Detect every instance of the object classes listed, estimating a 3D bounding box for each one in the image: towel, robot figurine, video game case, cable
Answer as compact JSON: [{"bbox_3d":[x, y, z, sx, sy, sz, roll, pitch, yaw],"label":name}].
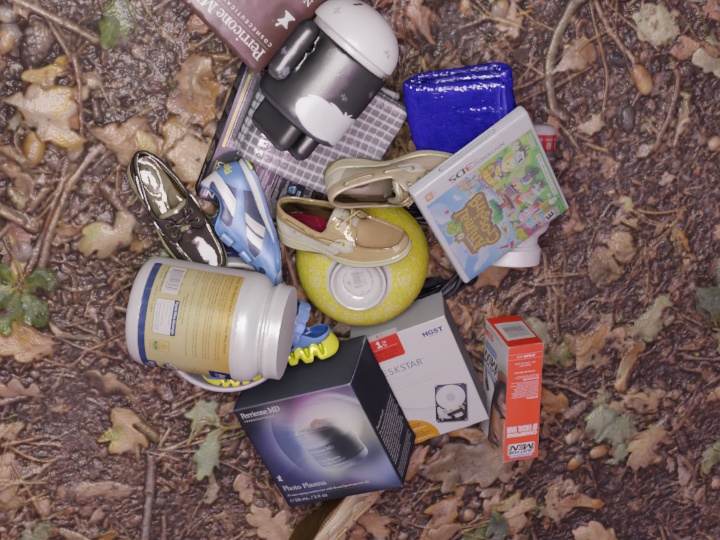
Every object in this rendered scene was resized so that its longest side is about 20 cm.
[{"bbox_3d":[0.140,-0.174,1.364,0.146,0.050,0.201,-7,132,10],"label":"towel"},{"bbox_3d":[-0.048,-0.191,1.376,0.199,0.086,0.167,21,103,-24],"label":"towel"},{"bbox_3d":[-0.043,-0.234,1.246,0.124,0.150,0.200,38,102,-10],"label":"robot figurine"},{"bbox_3d":[0.176,-0.096,1.372,0.181,0.022,0.200,-36,136,0],"label":"video game case"},{"bbox_3d":[0.093,-0.018,1.550,0.199,0.051,0.164,33,99,-24],"label":"cable"}]

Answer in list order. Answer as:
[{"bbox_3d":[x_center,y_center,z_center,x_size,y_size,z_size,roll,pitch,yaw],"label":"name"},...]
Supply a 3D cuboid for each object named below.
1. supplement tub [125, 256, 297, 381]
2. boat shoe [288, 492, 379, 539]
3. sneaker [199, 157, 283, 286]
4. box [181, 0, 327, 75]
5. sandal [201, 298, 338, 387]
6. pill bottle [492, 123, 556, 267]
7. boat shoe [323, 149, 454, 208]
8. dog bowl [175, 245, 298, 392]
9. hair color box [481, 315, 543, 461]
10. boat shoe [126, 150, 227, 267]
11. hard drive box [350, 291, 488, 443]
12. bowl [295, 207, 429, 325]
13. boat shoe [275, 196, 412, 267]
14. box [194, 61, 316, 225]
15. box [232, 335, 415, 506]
[{"bbox_3d":[-0.191,0.066,1.340,0.198,0.145,0.146,9,110,6],"label":"supplement tub"},{"bbox_3d":[-0.049,0.421,1.669,0.064,0.071,0.200,39,96,-24],"label":"boat shoe"},{"bbox_3d":[-0.156,-0.051,1.399,0.081,0.074,0.202,-19,97,-7],"label":"sneaker"},{"bbox_3d":[-0.129,-0.385,1.285,0.200,0.164,0.166,-46,115,5],"label":"box"},{"bbox_3d":[-0.133,0.099,1.439,0.198,0.079,0.088,-20,111,-16],"label":"sandal"},{"bbox_3d":[0.221,-0.112,1.495,0.115,0.116,0.202,-1,100,-15],"label":"pill bottle"},{"bbox_3d":[0.052,-0.111,1.349,0.198,0.065,0.073,-2,133,-7],"label":"boat shoe"},{"bbox_3d":[-0.193,0.069,1.491,0.198,0.079,0.202,-5,112,-13],"label":"dog bowl"},{"bbox_3d":[0.239,0.187,1.635,0.063,0.111,0.202,-7,112,-11],"label":"hair color box"},{"bbox_3d":[-0.251,-0.074,1.389,0.073,0.065,0.201,-38,90,-8],"label":"boat shoe"},{"bbox_3d":[0.091,0.155,1.580,0.155,0.077,0.201,-21,115,12],"label":"hard drive box"},{"bbox_3d":[0.000,0.000,1.472,0.198,0.108,0.202,1,110,3],"label":"bowl"},{"bbox_3d":[-0.028,-0.056,1.387,0.198,0.074,0.067,9,140,20],"label":"boat shoe"},{"bbox_3d":[-0.123,-0.171,1.434,0.160,0.049,0.202,17,105,-23],"label":"box"},{"bbox_3d":[-0.052,0.227,1.527,0.198,0.124,0.200,-16,116,23],"label":"box"}]
